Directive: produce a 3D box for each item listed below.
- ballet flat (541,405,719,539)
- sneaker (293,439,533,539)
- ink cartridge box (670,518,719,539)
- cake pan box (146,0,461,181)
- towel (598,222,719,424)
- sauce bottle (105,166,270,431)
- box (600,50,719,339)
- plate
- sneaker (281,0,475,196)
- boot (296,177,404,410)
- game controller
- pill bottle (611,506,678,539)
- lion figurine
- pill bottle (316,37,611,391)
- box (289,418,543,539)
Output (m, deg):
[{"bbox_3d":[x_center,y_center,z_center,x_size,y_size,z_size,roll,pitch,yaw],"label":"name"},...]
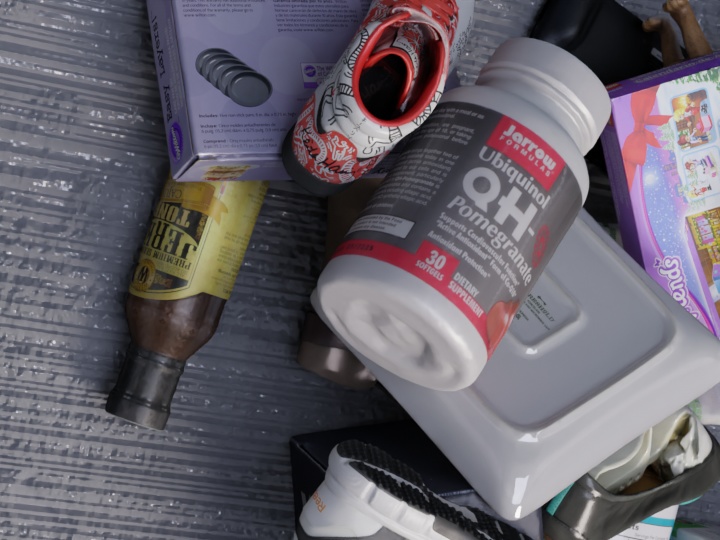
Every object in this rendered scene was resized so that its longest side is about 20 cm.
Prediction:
[{"bbox_3d":[0.182,0.121,1.446,0.200,0.068,0.069,-24,140,-50],"label":"ballet flat"},{"bbox_3d":[0.048,0.177,1.322,0.199,0.074,0.080,32,103,-14],"label":"sneaker"},{"bbox_3d":[0.294,0.235,1.615,0.199,0.146,0.085,12,91,-27],"label":"ink cartridge box"},{"bbox_3d":[-0.032,-0.150,1.423,0.199,0.052,0.185,-4,75,-25],"label":"cake pan box"},{"bbox_3d":[0.185,0.030,1.551,0.199,0.031,0.150,8,56,-29],"label":"towel"},{"bbox_3d":[-0.109,0.001,1.438,0.064,0.065,0.201,19,87,-26],"label":"sauce bottle"},{"bbox_3d":[0.237,-0.040,1.487,0.136,0.039,0.201,-17,107,-11],"label":"box"},{"bbox_3d":[0.103,0.031,1.411,0.199,0.032,0.200,-31,65,-26],"label":"plate"},{"bbox_3d":[0.033,-0.137,1.358,0.067,0.108,0.202,39,60,-8],"label":"sneaker"},{"bbox_3d":[0.000,0.000,1.491,0.199,0.070,0.147,30,92,-18],"label":"boot"},{"bbox_3d":[0.195,-0.114,1.585,0.199,0.042,0.105,33,69,-26],"label":"game controller"},{"bbox_3d":[0.154,0.192,1.562,0.110,0.111,0.201,15,90,-26],"label":"pill bottle"},{"bbox_3d":[0.259,-0.128,1.556,0.199,0.072,0.123,-16,81,-26],"label":"lion figurine"},{"bbox_3d":[0.068,-0.038,1.352,0.111,0.110,0.201,44,65,-23],"label":"pill bottle"},{"bbox_3d":[0.037,0.214,1.455,0.117,0.197,0.201,-7,100,-15],"label":"box"}]
